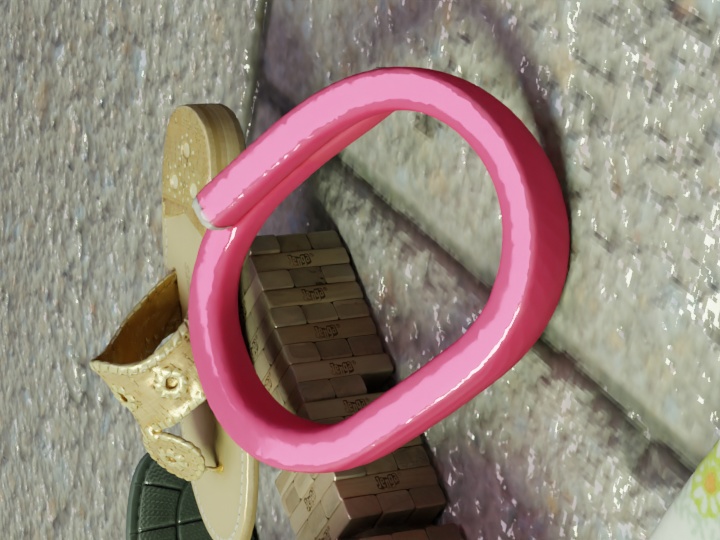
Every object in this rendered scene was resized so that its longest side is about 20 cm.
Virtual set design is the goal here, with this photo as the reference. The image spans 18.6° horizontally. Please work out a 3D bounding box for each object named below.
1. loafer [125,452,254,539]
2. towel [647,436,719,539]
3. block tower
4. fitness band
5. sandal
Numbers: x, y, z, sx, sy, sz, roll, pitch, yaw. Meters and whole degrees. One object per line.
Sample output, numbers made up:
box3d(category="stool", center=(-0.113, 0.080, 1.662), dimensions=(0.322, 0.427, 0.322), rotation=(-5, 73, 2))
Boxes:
box3d(category="loafer", center=(-0.085, 0.192, 1.146), dimensions=(0.063, 0.072, 0.201), rotation=(-47, 57, 59))
box3d(category="towel", center=(0.161, 0.128, 0.729), dimensions=(0.172, 0.048, 0.200), rotation=(62, 143, 33))
box3d(category="block tower", center=(-0.012, 0.071, 1.013), dimensions=(0.058, 0.054, 0.201), rotation=(-58, 47, 46))
box3d(category="fitness band", center=(0.000, 0.000, 0.930), dimensions=(0.200, 0.037, 0.144), rotation=(-38, 70, 32))
box3d(category="sandal", center=(-0.095, 0.029, 1.026), dimensions=(0.078, 0.069, 0.213), rotation=(14, 106, 59))
